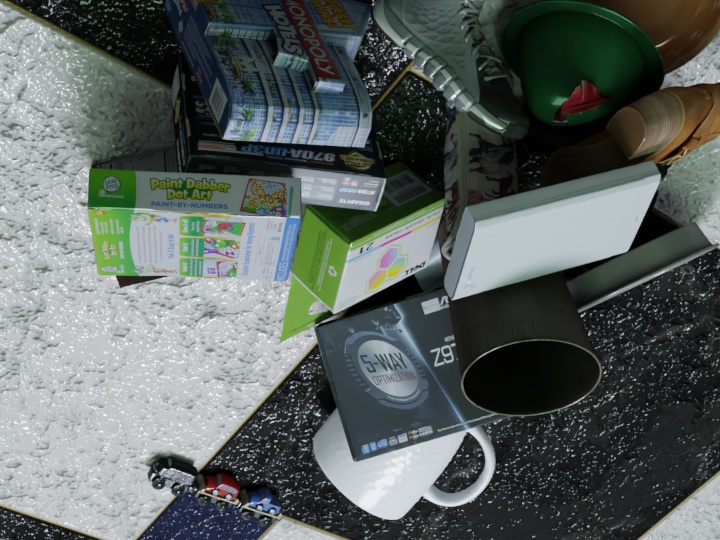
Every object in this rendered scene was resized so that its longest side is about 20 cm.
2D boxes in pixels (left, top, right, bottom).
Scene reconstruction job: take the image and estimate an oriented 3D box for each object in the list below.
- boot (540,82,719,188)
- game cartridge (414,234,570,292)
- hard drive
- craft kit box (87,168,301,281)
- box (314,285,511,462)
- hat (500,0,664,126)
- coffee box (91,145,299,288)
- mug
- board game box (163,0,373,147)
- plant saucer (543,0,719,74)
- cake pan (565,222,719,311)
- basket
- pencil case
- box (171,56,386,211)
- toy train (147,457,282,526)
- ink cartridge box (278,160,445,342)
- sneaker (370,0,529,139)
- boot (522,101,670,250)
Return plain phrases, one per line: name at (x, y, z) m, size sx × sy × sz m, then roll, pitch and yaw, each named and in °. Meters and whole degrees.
boot at (0.282, -0.126, 1.532) m, size 0.154 × 0.077 × 0.200 m, roll -19°, pitch 158°, yaw -35°
game cartridge at (0.150, 0.011, 1.752) m, size 0.133 × 0.042 × 0.200 m, roll -38°, pitch 128°, yaw 17°
hard drive at (0.185, -0.039, 1.470) m, size 0.198 × 0.026 × 0.133 m, roll -15°, pitch 149°, yaw -17°
craft kit box at (-0.160, -0.040, 1.455) m, size 0.195 × 0.049 × 0.200 m, roll 0°, pitch 162°, yaw -8°
box at (0.064, 0.111, 1.711) m, size 0.197 × 0.044 × 0.162 m, roll -16°, pitch 93°, yaw 6°
hat at (0.194, -0.147, 1.464) m, size 0.164 × 0.178 × 0.200 m, roll -7°, pitch 145°, yaw 38°
coffee box at (-0.173, -0.067, 1.583) m, size 0.197 × 0.080 × 0.114 m, roll -13°, pitch 134°, yaw 1°
mug at (0.071, 0.200, 1.815) m, size 0.199 × 0.148 × 0.176 m, roll 39°, pitch 110°, yaw -3°
board game box at (-0.063, -0.206, 1.432) m, size 0.198 × 0.201 × 0.062 m, roll -1°, pitch 135°, yaw -30°
plant saucer at (0.277, -0.279, 1.512) m, size 0.197 × 0.038 × 0.202 m, roll -6°, pitch 133°, yaw -7°
cake pan at (0.304, -0.001, 1.696) m, size 0.198 × 0.037 × 0.200 m, roll -25°, pitch 175°, yaw -2°
basket at (0.157, 0.029, 1.596) m, size 0.135 × 0.202 × 0.180 m, roll -32°, pitch 143°, yaw 26°
pencil case at (0.118, -0.107, 1.528) m, size 0.077 × 0.203 × 0.089 m, roll -15°, pitch 157°, yaw 40°
box at (-0.082, -0.136, 1.485) m, size 0.197 × 0.160 × 0.046 m, roll 5°, pitch 133°, yaw -17°
toy train at (-0.179, 0.281, 1.933) m, size 0.198 × 0.034 × 0.046 m, roll 25°, pitch 111°, yaw -28°
ink cartridge box at (0.000, 0.000, 1.639) m, size 0.147 × 0.076 × 0.202 m, roll -26°, pitch 144°, yaw -37°
sneaker at (0.109, -0.226, 1.444) m, size 0.116 × 0.200 × 0.075 m, roll -50°, pitch 167°, yaw 19°
boot at (0.242, -0.098, 1.640) m, size 0.208 × 0.080 × 0.159 m, roll 9°, pitch 129°, yaw -20°
